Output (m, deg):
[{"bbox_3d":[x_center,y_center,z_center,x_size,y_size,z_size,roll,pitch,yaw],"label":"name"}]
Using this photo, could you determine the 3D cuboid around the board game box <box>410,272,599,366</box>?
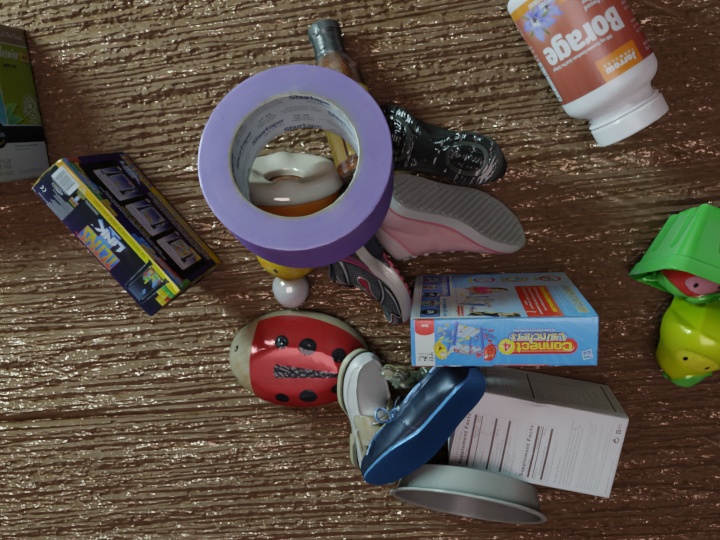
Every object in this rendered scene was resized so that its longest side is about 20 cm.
[{"bbox_3d":[0.160,0.053,0.812,0.196,0.200,0.056,-1,103,7],"label":"board game box"}]

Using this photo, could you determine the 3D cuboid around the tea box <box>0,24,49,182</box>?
[{"bbox_3d":[-0.533,-0.204,0.862,0.200,0.134,0.197,-4,103,6],"label":"tea box"}]

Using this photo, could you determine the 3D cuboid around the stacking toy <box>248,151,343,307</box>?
[{"bbox_3d":[-0.089,-0.038,0.870,0.146,0.146,0.200,1,118,6],"label":"stacking toy"}]

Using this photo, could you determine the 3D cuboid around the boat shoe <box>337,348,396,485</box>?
[{"bbox_3d":[0.021,0.194,0.897,0.075,0.068,0.200,-27,124,-28],"label":"boat shoe"}]

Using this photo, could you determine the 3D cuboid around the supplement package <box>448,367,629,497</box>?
[{"bbox_3d":[0.219,0.199,0.881,0.200,0.114,0.110,10,103,6],"label":"supplement package"}]

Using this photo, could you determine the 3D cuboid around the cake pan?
[{"bbox_3d":[0.139,0.289,0.884,0.200,0.200,0.037,10,66,4],"label":"cake pan"}]

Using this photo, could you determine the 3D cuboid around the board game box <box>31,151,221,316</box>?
[{"bbox_3d":[-0.280,-0.052,0.852,0.057,0.165,0.200,-40,96,11],"label":"board game box"}]

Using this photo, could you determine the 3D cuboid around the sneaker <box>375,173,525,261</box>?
[{"bbox_3d":[0.102,-0.053,0.867,0.200,0.075,0.105,15,144,-20],"label":"sneaker"}]

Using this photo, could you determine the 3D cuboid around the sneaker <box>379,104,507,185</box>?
[{"bbox_3d":[0.087,-0.146,0.841,0.200,0.091,0.076,26,101,23],"label":"sneaker"}]

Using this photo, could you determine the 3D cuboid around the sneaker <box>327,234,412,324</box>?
[{"bbox_3d":[0.000,0.000,0.849,0.075,0.081,0.200,-38,126,-1],"label":"sneaker"}]

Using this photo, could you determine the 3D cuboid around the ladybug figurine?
[{"bbox_3d":[-0.083,0.124,0.917,0.200,0.072,0.136,-1,102,6],"label":"ladybug figurine"}]

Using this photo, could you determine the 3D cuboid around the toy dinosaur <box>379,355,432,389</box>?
[{"bbox_3d":[0.123,0.107,0.883,0.200,0.088,0.048,-16,116,2],"label":"toy dinosaur"}]

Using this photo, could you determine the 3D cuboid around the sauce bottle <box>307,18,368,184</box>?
[{"bbox_3d":[-0.019,-0.204,0.819,0.066,0.066,0.200,-15,79,9],"label":"sauce bottle"}]

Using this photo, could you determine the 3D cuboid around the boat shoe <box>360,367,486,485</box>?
[{"bbox_3d":[0.073,0.180,0.834,0.200,0.069,0.084,-45,132,14],"label":"boat shoe"}]

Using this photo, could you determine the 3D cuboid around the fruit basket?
[{"bbox_3d":[0.429,0.047,0.819,0.215,0.156,0.216,0,86,0],"label":"fruit basket"}]

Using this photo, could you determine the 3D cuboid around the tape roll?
[{"bbox_3d":[-0.064,-0.108,0.727,0.200,0.085,0.200,-1,77,3],"label":"tape roll"}]

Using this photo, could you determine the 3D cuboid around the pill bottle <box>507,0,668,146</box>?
[{"bbox_3d":[0.263,-0.248,0.780,0.112,0.112,0.200,-31,97,11],"label":"pill bottle"}]
